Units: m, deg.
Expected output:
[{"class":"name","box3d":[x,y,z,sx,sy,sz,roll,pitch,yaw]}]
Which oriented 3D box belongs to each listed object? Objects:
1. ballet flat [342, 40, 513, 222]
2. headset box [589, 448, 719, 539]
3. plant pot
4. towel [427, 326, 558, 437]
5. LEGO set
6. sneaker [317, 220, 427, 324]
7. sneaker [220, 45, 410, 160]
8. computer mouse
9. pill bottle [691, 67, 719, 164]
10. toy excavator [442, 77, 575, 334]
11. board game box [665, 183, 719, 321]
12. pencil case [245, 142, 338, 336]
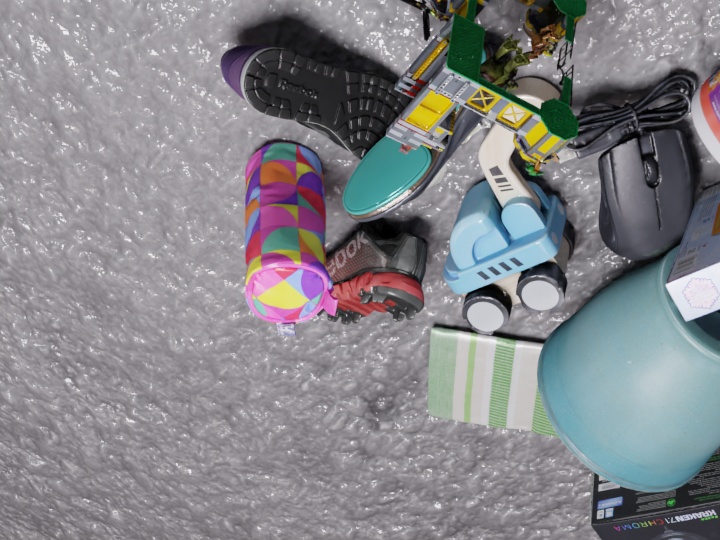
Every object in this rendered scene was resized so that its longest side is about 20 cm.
[{"class":"ballet flat","box3d":[0.067,-0.116,1.191,0.073,0.073,0.200,33,106,-21]},{"class":"headset box","box3d":[0.388,0.303,1.558,0.173,0.093,0.200,-16,130,28]},{"class":"plant pot","box3d":[0.298,0.078,1.261,0.198,0.201,0.188,22,140,-9]},{"class":"towel","box3d":[0.174,0.127,1.483,0.198,0.024,0.153,8,136,8]},{"class":"LEGO set","box3d":[0.099,-0.162,1.087,0.152,0.202,0.116,16,147,-23]},{"class":"sneaker","box3d":[0.000,0.000,1.362,0.071,0.099,0.200,28,160,-33]},{"class":"sneaker","box3d":[-0.036,-0.162,1.215,0.199,0.087,0.076,22,96,-35]},{"class":"computer mouse","box3d":[0.256,-0.073,1.207,0.137,0.053,0.201,-22,135,0]},{"class":"pill bottle","box3d":[0.372,-0.164,1.066,0.111,0.112,0.200,29,134,-17]},{"class":"toy excavator","box3d":[0.139,-0.062,1.253,0.193,0.100,0.200,-24,117,31]},{"class":"board game box","box3d":[0.369,-0.051,1.116,0.198,0.200,0.041,-25,104,32]},{"class":"pencil case","box3d":[-0.069,-0.035,1.247,0.087,0.201,0.089,-3,132,-3]}]
